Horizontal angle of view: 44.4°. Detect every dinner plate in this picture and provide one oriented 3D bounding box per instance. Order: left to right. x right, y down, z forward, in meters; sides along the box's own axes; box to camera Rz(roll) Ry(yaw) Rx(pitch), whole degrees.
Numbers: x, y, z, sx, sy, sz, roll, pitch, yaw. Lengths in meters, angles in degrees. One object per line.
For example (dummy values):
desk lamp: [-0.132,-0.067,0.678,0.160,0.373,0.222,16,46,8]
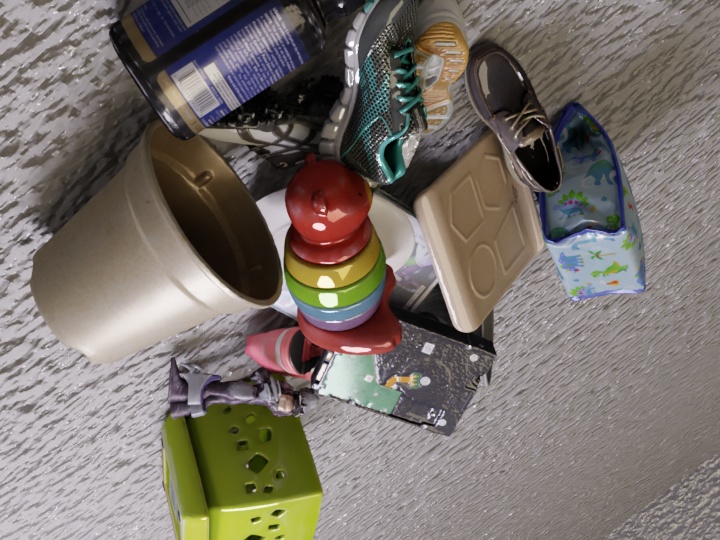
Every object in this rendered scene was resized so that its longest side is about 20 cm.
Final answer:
dinner plate: [-0.038,-0.026,0.979,0.197,0.025,0.201,2,147,1]

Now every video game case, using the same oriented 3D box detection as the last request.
video game case: [0.000,0.000,1.077,0.181,0.023,0.201,29,115,-23]

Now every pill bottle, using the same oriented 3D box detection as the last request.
pill bottle: [-0.099,-0.208,0.741,0.199,0.112,0.112,-33,145,-1]

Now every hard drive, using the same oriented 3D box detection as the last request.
hard drive: [0.052,0.119,1.104,0.198,0.038,0.141,19,115,-14]

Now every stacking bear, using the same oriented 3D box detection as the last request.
stacking bear: [-0.024,-0.022,0.872,0.112,0.122,0.201,-7,137,2]

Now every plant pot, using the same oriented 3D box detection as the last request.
plant pot: [-0.204,-0.010,0.844,0.182,0.202,0.200,-31,146,15]
plant pot: [-0.171,0.287,1.203,0.179,0.200,0.201,-10,140,-19]

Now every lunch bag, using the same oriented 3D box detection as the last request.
lunch bag: [0.293,-0.089,1.138,0.126,0.202,0.170,-7,150,22]

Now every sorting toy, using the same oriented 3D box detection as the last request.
sorting toy: [0.144,-0.054,1.065,0.200,0.036,0.187,-41,120,-37]

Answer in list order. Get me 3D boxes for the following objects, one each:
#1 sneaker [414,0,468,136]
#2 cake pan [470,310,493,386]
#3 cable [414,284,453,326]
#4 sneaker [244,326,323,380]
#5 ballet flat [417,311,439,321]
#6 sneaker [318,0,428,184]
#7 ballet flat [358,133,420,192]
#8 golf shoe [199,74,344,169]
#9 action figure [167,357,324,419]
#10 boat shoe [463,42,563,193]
sneaker: [0.065,-0.212,0.903,0.075,0.089,0.200,4,157,-13]
cake pan: [0.159,0.057,1.213,0.036,0.202,0.201,0,146,12]
cable: [0.058,0.094,1.237,0.199,0.069,0.201,-32,142,-19]
sneaker: [-0.087,0.106,1.175,0.086,0.075,0.200,4,168,20]
ballet flat: [0.105,0.124,1.202,0.073,0.073,0.201,-30,137,-4]
sneaker: [0.030,-0.164,0.802,0.077,0.091,0.201,-37,155,-41]
ballet flat: [0.010,-0.114,0.933,0.071,0.073,0.199,4,156,-40]
golf shoe: [-0.091,-0.134,0.866,0.198,0.078,0.095,-7,137,-31]
action figure: [-0.141,0.152,1.110,0.197,0.070,0.130,4,163,-10]
boat shoe: [0.186,-0.171,1.007,0.074,0.073,0.200,-39,123,-1]
